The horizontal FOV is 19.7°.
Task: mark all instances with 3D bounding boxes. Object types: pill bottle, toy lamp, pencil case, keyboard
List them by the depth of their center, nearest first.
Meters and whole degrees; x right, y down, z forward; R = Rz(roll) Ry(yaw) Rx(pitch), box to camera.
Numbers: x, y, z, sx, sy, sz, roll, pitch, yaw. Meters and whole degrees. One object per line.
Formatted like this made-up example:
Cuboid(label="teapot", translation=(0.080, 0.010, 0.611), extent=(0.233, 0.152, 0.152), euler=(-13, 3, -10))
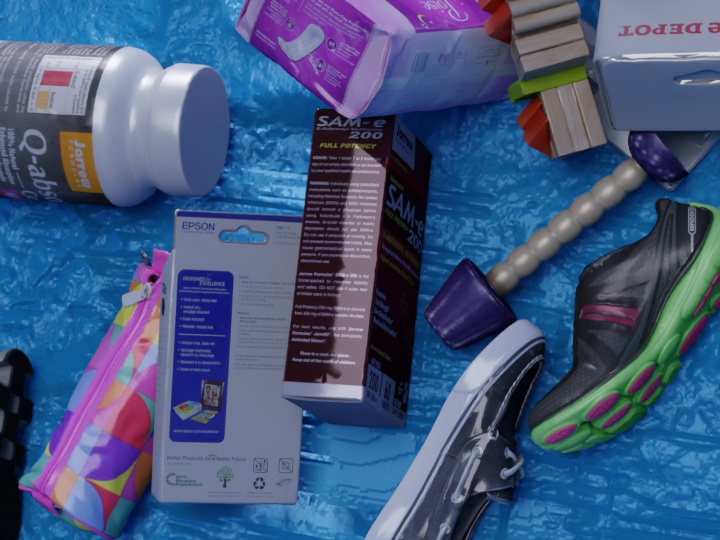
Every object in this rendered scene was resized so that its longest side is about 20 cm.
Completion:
Cuboid(label="toy lamp", translation=(0.129, -0.021, 1.406), extent=(0.200, 0.058, 0.058), euler=(-41, 68, 8))
Cuboid(label="keyboard", translation=(0.162, -0.136, 1.456), extent=(0.200, 0.011, 0.056), euler=(42, 96, 22))
Cuboid(label="pencil case", translation=(-0.163, 0.087, 1.457), extent=(0.088, 0.088, 0.200), euler=(24, 85, 21))
Cuboid(label="pill bottle", translation=(-0.204, -0.106, 1.503), extent=(0.200, 0.116, 0.116), euler=(5, 77, 19))

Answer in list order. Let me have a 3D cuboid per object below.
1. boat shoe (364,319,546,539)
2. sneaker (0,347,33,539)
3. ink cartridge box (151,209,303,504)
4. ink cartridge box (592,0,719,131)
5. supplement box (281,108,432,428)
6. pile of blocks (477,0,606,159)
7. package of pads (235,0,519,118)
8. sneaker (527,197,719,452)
Cuboid(label="boat shoe", translation=(0.077, 0.130, 1.377), extent=(0.068, 0.072, 0.200), euler=(32, 90, 24))
Cuboid(label="sneaker", translation=(-0.293, 0.154, 1.489), extent=(0.088, 0.074, 0.200), euler=(-2, 66, 17))
Cuboid(label="ink cartridge box", translation=(-0.088, 0.059, 1.415), extent=(0.099, 0.039, 0.200), euler=(4, 93, -15))
Cuboid(label="ink cartridge box", translation=(0.240, -0.194, 1.376), extent=(0.145, 0.088, 0.200), euler=(0, 56, 17))
Cuboid(label="supplement box", translation=(0.000, 0.000, 1.416), extent=(0.061, 0.109, 0.200), euler=(2, 77, 17))
Cuboid(label="pile of blocks", translation=(0.111, -0.161, 1.385), extent=(0.062, 0.082, 0.200), euler=(-16, 113, -7))
Cuboid(label="package of pads", translation=(0.024, -0.164, 1.405), extent=(0.120, 0.200, 0.076), euler=(38, 118, 24))
Cuboid(label="sneaker", translation=(0.174, 0.037, 1.377), extent=(0.084, 0.077, 0.200), euler=(33, 78, 29))
